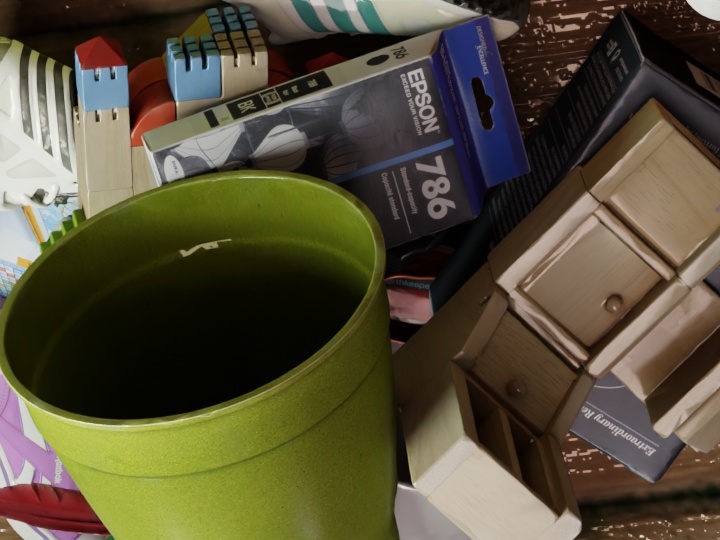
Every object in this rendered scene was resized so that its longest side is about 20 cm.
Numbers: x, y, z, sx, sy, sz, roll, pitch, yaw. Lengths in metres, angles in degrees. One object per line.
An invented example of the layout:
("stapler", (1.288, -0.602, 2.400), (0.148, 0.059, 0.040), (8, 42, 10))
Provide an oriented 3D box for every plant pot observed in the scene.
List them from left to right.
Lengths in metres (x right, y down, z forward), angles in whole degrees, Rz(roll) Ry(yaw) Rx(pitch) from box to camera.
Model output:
("plant pot", (-0.063, 0.085, 1.517), (0.199, 0.201, 0.194), (-6, 126, 13))

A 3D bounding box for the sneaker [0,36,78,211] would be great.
("sneaker", (-0.210, -0.038, 1.684), (0.115, 0.076, 0.201), (21, 122, -3))

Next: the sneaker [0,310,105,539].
("sneaker", (-0.165, 0.102, 1.779), (0.114, 0.073, 0.201), (-5, 137, 18))

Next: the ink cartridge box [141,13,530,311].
("ink cartridge box", (-0.008, -0.058, 1.582), (0.199, 0.039, 0.100), (-21, 113, -6))

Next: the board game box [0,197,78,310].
("board game box", (-0.136, -0.010, 1.763), (0.199, 0.041, 0.200), (16, 125, -1))

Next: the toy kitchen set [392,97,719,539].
("toy kitchen set", (0.146, 0.058, 1.515), (0.163, 0.181, 0.200), (41, 103, -15))

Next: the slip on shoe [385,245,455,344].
("slip on shoe", (0.081, 0.024, 1.739), (0.199, 0.061, 0.074), (9, 123, 2))

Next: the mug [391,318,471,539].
("mug", (-0.009, 0.135, 1.778), (0.199, 0.148, 0.176), (16, 129, -2))

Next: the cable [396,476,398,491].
("cable", (-0.013, 0.169, 1.668), (0.097, 0.050, 0.201), (-24, 111, -21))

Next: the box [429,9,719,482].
("box", (0.154, -0.013, 1.641), (0.148, 0.107, 0.200), (32, 105, -12))

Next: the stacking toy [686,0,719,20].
("stacking toy", (0.189, -0.181, 1.495), (0.145, 0.200, 0.147), (5, 125, 6))

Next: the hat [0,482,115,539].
("hat", (-0.124, 0.181, 1.689), (0.199, 0.176, 0.166), (21, 125, 33))

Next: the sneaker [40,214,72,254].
("sneaker", (-0.091, -0.003, 1.681), (0.199, 0.088, 0.076), (0, 142, 7))

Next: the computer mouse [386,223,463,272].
("computer mouse", (0.000, 0.000, 1.705), (0.200, 0.034, 0.059), (-47, 67, 3))

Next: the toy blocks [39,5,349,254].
("toy blocks", (-0.079, -0.079, 1.618), (0.199, 0.100, 0.137), (-6, 124, -11))

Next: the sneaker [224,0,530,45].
("sneaker", (-0.008, -0.160, 1.634), (0.199, 0.071, 0.094), (17, 143, -5))
